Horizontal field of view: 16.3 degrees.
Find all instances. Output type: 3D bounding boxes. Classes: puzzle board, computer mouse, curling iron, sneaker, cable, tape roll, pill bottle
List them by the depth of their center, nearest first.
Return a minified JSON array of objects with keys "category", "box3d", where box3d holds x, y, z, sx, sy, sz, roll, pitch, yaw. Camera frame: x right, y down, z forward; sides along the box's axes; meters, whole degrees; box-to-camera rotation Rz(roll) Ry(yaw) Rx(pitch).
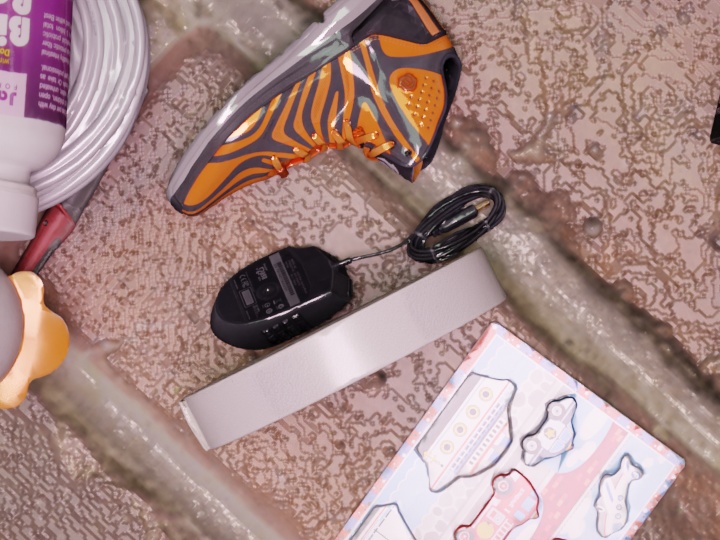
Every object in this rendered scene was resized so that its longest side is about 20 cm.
[{"category":"pill bottle","box3d":[-0.225,-0.120,1.460,0.112,0.112,0.200,1,85,4]},{"category":"tape roll","box3d":[-0.010,0.047,1.485,0.203,0.203,0.037,-27,90,4]},{"category":"sneaker","box3d":[-0.020,-0.082,1.543,0.200,0.078,0.112,-43,88,4]},{"category":"cable","box3d":[-0.227,-0.128,1.553,0.200,0.069,0.200,13,86,8]},{"category":"computer mouse","box3d":[0.000,0.000,1.567,0.200,0.059,0.034,-22,133,1]},{"category":"puzzle board","box3d":[0.086,0.156,1.574,0.151,0.017,0.200,36,93,2]},{"category":"curling iron","box3d":[-0.199,-0.038,1.582,0.050,0.026,0.200,39,94,0]}]

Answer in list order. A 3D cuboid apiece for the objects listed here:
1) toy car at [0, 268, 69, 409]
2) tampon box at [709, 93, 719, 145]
[{"category":"toy car","box3d":[-0.279,0.047,1.512,0.200,0.184,0.177,11,93,2]},{"category":"tampon box","box3d":[0.292,-0.161,1.482,0.126,0.150,0.200,12,93,4]}]
